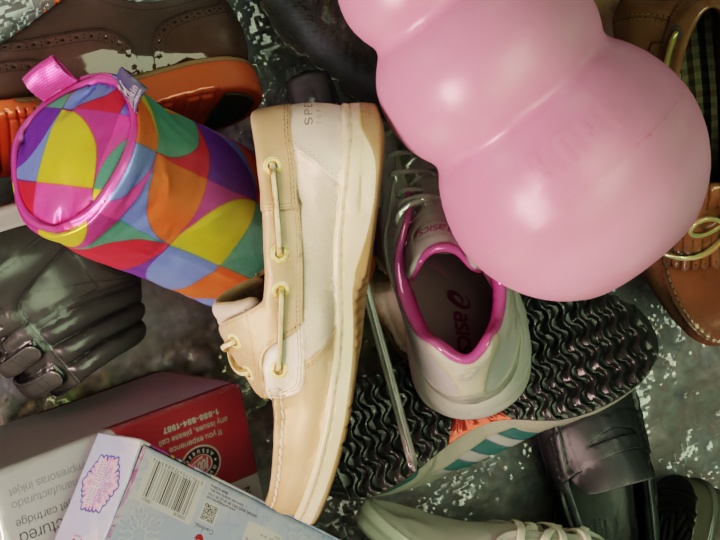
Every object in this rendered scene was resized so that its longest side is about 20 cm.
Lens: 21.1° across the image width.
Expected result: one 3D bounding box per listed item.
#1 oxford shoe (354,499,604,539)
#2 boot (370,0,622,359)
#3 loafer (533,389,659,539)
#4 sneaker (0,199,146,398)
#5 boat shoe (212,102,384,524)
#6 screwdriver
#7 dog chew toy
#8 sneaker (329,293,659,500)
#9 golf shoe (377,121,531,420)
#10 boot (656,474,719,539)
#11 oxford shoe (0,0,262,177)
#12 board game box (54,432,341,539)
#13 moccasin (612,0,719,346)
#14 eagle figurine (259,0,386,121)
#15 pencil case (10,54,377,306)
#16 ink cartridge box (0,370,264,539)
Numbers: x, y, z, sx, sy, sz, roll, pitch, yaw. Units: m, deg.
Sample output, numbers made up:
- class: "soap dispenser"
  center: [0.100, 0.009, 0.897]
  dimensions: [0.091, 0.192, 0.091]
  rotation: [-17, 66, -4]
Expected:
- class: "oxford shoe"
  center: [0.093, 0.155, 1.015]
  dimensions: [0.200, 0.075, 0.058]
  rotation: [23, 97, -6]
- class: "boot"
  center: [0.080, -0.069, 1.036]
  dimensions: [0.200, 0.066, 0.175]
  rotation: [-28, 105, -15]
- class: "loafer"
  center: [0.135, 0.103, 1.072]
  dimensions: [0.068, 0.070, 0.201]
  rotation: [-12, 101, -26]
- class: "sneaker"
  center: [-0.190, 0.024, 0.936]
  dimensions: [0.200, 0.071, 0.099]
  rotation: [-18, 98, -23]
- class: "boat shoe"
  center: [-0.033, 0.018, 0.890]
  dimensions: [0.069, 0.074, 0.200]
  rotation: [6, 103, -2]
- class: "screwdriver"
  center: [0.000, 0.000, 0.938]
  dimensions: [0.028, 0.029, 0.200]
  rotation: [-15, 96, 0]
- class: "dog chew toy"
  center: [0.065, -0.084, 0.865]
  dimensions: [0.125, 0.125, 0.200]
  rotation: [-41, 99, -12]
- class: "sneaker"
  center: [0.057, 0.066, 1.026]
  dimensions: [0.200, 0.093, 0.070]
  rotation: [-23, 85, -10]
- class: "golf shoe"
  center: [0.041, -0.030, 0.951]
  dimensions: [0.075, 0.092, 0.200]
  rotation: [-15, 75, 3]
- class: "boot"
  center: [0.250, 0.213, 1.141]
  dimensions: [0.200, 0.073, 0.182]
  rotation: [16, 92, -29]
- class: "oxford shoe"
  center: [-0.153, -0.095, 0.951]
  dimensions: [0.200, 0.071, 0.073]
  rotation: [-10, 71, -17]
- class: "board game box"
  center: [-0.076, 0.206, 0.912]
  dimensions: [0.200, 0.041, 0.200]
  rotation: [33, 71, -35]
- class: "moccasin"
  center: [0.183, -0.051, 1.014]
  dimensions: [0.074, 0.078, 0.201]
  rotation: [-15, 113, -22]
- class: "eagle figurine"
  center: [0.011, -0.169, 0.952]
  dimensions: [0.200, 0.151, 0.152]
  rotation: [40, 91, -27]
- class: "pencil case"
  center: [-0.077, -0.032, 0.931]
  dimensions: [0.200, 0.088, 0.088]
  rotation: [29, 85, -49]
- class: "ink cartridge box"
  center: [-0.117, 0.167, 0.960]
  dimensions: [0.146, 0.083, 0.200]
  rotation: [-19, 103, -35]
